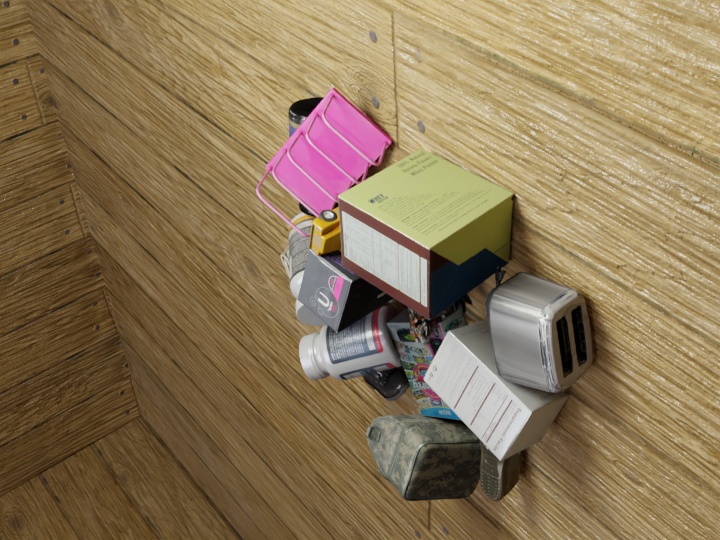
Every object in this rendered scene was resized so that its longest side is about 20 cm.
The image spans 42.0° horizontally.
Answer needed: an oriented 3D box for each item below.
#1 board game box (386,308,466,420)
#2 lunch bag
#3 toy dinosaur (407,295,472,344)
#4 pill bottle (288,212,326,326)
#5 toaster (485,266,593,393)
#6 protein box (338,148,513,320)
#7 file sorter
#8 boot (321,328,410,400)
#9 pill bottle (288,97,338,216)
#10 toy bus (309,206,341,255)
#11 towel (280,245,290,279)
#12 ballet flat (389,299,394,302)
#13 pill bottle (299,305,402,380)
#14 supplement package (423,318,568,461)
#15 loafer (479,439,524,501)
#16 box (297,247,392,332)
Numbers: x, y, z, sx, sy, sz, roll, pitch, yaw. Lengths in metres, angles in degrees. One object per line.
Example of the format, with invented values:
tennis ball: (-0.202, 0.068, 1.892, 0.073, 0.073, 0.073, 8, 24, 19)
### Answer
board game box: (0.148, 0.174, 1.752, 0.146, 0.064, 0.203, -3, 113, 51)
lunch bag: (0.128, 0.345, 1.818, 0.168, 0.197, 0.141, 40, 118, 50)
toy dinosaur: (0.112, 0.028, 1.626, 0.135, 0.101, 0.203, 24, 135, 67)
pill bottle: (-0.079, -0.005, 1.781, 0.117, 0.114, 0.203, 108, 162, -55)
toaster: (0.274, 0.090, 1.432, 0.128, 0.113, 0.203, 17, 127, 49)
protein box: (0.101, -0.063, 1.475, 0.199, 0.197, 0.137, 31, 139, 36)
file sorter: (-0.066, -0.178, 1.620, 0.138, 0.126, 0.200, 39, 119, -13)
boot: (0.007, 0.183, 1.958, 0.174, 0.070, 0.199, 48, 161, -24)
pill bottle: (-0.076, -0.209, 1.744, 0.111, 0.111, 0.203, 33, 134, 43)
toy bus: (0.007, -0.080, 1.591, 0.078, 0.199, 0.066, 40, 139, 27)
towel: (-0.131, 0.009, 2.061, 0.200, 0.034, 0.134, -94, -18, -82)
ballet flat: (-0.002, 0.021, 1.821, 0.199, 0.062, 0.068, 33, 143, 52)
pill bottle: (-0.015, 0.149, 1.846, 0.197, 0.120, 0.121, -16, 105, 22)
supplement package: (0.225, 0.196, 1.572, 0.200, 0.116, 0.118, 45, 126, 29)
loafer: (0.260, 0.321, 1.715, 0.076, 0.067, 0.203, 28, 122, 42)
box: (0.000, 0.000, 1.654, 0.106, 0.199, 0.124, 37, 133, 24)
